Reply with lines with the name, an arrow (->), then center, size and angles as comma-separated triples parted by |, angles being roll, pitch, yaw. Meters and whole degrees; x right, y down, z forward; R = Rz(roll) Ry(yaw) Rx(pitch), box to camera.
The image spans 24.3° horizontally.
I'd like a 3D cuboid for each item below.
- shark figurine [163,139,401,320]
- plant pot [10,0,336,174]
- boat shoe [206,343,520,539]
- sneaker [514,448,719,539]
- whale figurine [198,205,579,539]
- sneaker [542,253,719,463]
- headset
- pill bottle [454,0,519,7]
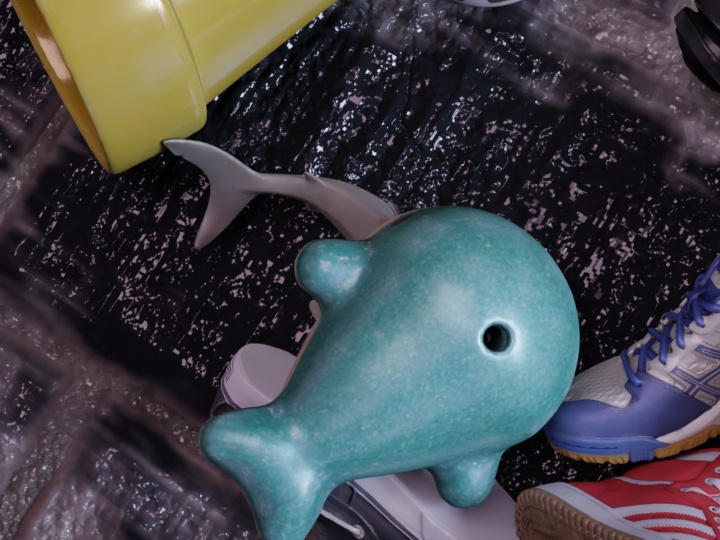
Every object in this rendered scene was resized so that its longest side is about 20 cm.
shark figurine -> -0.002, -0.020, 0.924 | 0.128, 0.090, 0.215 | -37, 66, -15
plant pot -> -0.106, -0.184, 0.964 | 0.188, 0.201, 0.201 | -27, 69, -10
boat shoe -> 0.003, 0.120, 0.909 | 0.199, 0.072, 0.068 | 31, 118, 8
sneaker -> 0.169, 0.141, 0.799 | 0.112, 0.200, 0.072 | -11, 109, -23
whale figurine -> 0.021, 0.053, 0.824 | 0.200, 0.104, 0.160 | -35, 100, -16
sneaker -> 0.181, 0.030, 0.859 | 0.199, 0.088, 0.075 | -22, 28, 2
headset -> 0.219, -0.155, 0.917 | 0.199, 0.094, 0.124 | 28, 106, 15
pill bottle -> 0.056, -0.231, 0.915 | 0.109, 0.200, 0.110 | -4, 74, 14
